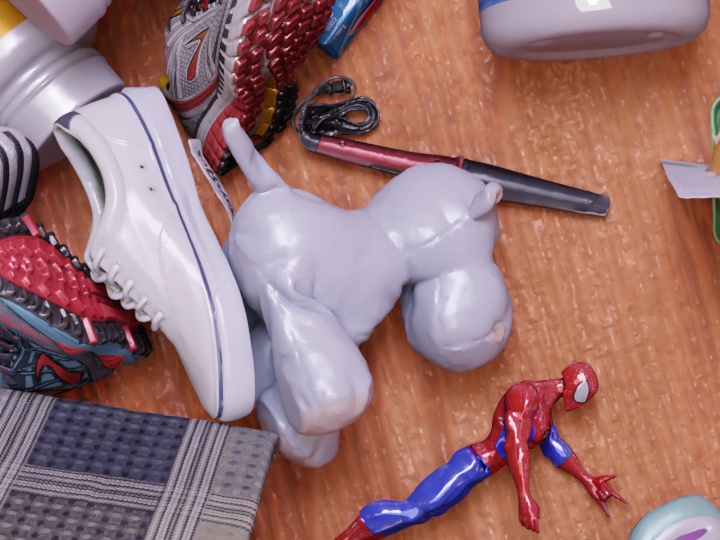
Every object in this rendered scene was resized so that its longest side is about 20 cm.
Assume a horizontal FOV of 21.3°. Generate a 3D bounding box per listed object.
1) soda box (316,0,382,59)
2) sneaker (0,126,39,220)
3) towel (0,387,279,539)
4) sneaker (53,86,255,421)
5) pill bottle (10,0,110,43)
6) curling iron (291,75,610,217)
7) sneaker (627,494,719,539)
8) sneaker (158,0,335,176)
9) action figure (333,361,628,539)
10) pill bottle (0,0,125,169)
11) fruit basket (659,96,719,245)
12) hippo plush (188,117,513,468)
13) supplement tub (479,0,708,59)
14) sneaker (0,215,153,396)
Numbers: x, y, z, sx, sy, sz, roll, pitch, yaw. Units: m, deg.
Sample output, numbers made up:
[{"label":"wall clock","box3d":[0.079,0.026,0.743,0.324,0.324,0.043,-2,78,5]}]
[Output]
[{"label":"soda box","box3d":[-0.074,-0.216,1.143,0.200,0.064,0.068,39,92,5]},{"label":"sneaker","box3d":[-0.259,-0.021,1.135,0.115,0.075,0.201,31,124,16]},{"label":"towel","box3d":[-0.150,0.132,1.001,0.191,0.200,0.035,8,118,5]},{"label":"sneaker","box3d":[-0.119,-0.004,1.080,0.070,0.073,0.201,-17,76,-20]},{"label":"pill bottle","box3d":[-0.124,-0.228,1.041,0.114,0.114,0.200,42,82,5]},{"label":"curling iron","box3d":[0.053,-0.068,1.144,0.199,0.026,0.050,20,94,6]},{"label":"sneaker","box3d":[0.145,0.231,1.082,0.199,0.078,0.140,-32,64,5]},{"label":"sneaker","box3d":[-0.075,-0.135,1.084,0.082,0.200,0.078,45,56,11]},{"label":"action figure","box3d":[0.075,0.140,1.117,0.200,0.065,0.099,-42,76,5]},{"label":"pill bottle","box3d":[-0.232,-0.157,1.135,0.109,0.109,0.200,-42,85,3]},{"label":"fruit basket","box3d":[0.258,-0.045,1.037,0.184,0.200,0.094,-1,103,6]},{"label":"hippo plush","box3d":[0.000,0.000,1.112,0.160,0.159,0.201,-17,92,-20]},{"label":"supplement tub","box3d":[0.126,-0.226,1.081,0.131,0.132,0.202,-4,89,6]},{"label":"sneaker","box3d":[-0.188,0.038,1.080,0.095,0.200,0.080,-33,70,5]}]
